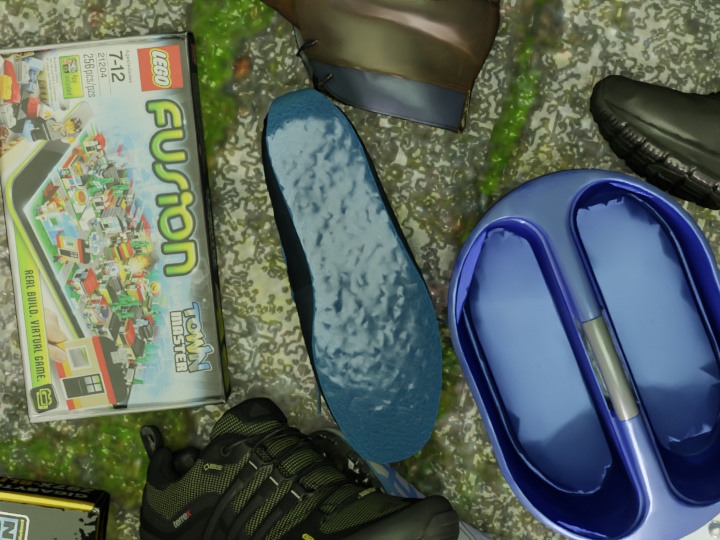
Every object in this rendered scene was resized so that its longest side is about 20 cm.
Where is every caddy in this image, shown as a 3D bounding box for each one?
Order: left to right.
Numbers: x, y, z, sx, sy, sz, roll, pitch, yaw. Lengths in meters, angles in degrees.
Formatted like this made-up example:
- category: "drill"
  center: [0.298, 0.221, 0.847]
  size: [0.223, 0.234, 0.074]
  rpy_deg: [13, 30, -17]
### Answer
- category: "caddy"
  center: [0.126, 0.044, 1.068]
  size: [0.141, 0.105, 0.201]
  rpy_deg: [-22, 95, 3]

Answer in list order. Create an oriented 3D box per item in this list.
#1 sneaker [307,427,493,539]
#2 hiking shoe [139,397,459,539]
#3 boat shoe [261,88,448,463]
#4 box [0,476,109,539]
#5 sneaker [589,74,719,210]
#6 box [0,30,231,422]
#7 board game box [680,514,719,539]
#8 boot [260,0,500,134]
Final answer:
- category: "sneaker"
  center: [0.042, 0.160, 1.112]
  size: [0.200, 0.072, 0.072]
  rpy_deg: [44, 124, 9]
- category: "hiking shoe"
  center: [-0.042, 0.116, 1.066]
  size: [0.199, 0.076, 0.101]
  rpy_deg: [-7, 91, 33]
- category: "boat shoe"
  center: [0.000, 0.000, 1.090]
  size: [0.084, 0.069, 0.201]
  rpy_deg: [-11, 96, -6]
- category: "box"
  center: [-0.228, 0.211, 1.126]
  size: [0.159, 0.049, 0.201]
  rpy_deg: [8, 96, -1]
- category: "sneaker"
  center: [0.217, -0.068, 1.080]
  size: [0.199, 0.076, 0.091]
  rpy_deg: [21, 86, -7]
- category: "box"
  center: [-0.134, -0.024, 1.105]
  size: [0.109, 0.035, 0.201]
  rpy_deg: [-6, 96, 2]
- category: "board game box"
  center: [0.245, 0.222, 1.124]
  size: [0.199, 0.026, 0.200]
  rpy_deg: [31, 96, -2]
- category: "boot"
  center: [-0.025, -0.130, 1.072]
  size: [0.199, 0.075, 0.097]
  rpy_deg: [7, 93, -1]
